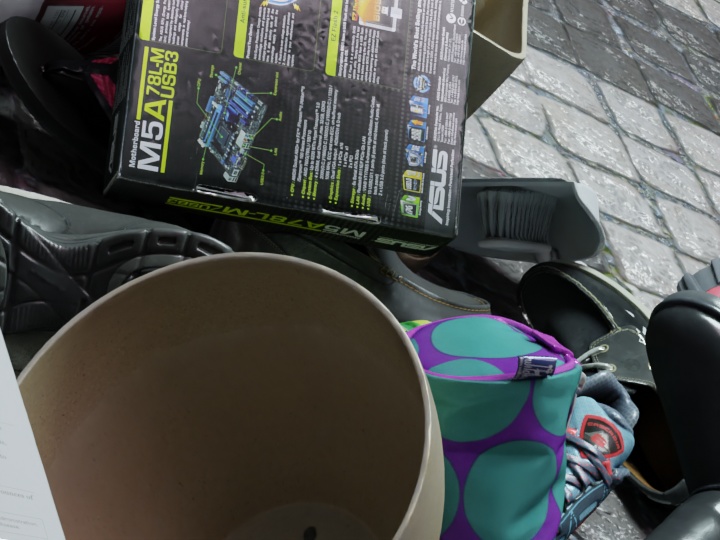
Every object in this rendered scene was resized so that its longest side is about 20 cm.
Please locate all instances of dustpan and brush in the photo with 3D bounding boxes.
[{"bbox_3d":[0.114,-0.020,1.468,0.139,0.058,0.200,0,-5,29],"label":"dustpan and brush"}]

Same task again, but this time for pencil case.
[{"bbox_3d":[0.060,0.127,1.028,0.092,0.202,0.085,-2,12,-12],"label":"pencil case"}]

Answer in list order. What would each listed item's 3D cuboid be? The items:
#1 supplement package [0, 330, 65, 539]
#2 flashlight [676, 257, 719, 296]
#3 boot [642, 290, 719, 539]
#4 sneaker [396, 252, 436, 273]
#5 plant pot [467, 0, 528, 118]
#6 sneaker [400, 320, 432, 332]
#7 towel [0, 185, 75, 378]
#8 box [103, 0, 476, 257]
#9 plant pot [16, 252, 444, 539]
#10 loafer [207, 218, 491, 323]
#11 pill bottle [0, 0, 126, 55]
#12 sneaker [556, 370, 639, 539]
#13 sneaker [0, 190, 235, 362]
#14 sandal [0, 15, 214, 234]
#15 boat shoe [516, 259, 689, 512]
[{"bbox_3d":[-0.211,0.070,0.872,0.121,0.120,0.201,15,33,-34],"label":"supplement package"},{"bbox_3d":[0.268,0.074,1.518,0.068,0.068,0.201,26,27,-27],"label":"flashlight"},{"bbox_3d":[0.141,0.121,1.030,0.200,0.066,0.165,-36,94,-40],"label":"boot"},{"bbox_3d":[-0.024,-0.055,1.307,0.200,0.075,0.071,32,29,-45],"label":"sneaker"},{"bbox_3d":[-0.026,-0.151,1.398,0.199,0.177,0.200,30,26,-10],"label":"plant pot"},{"bbox_3d":[0.001,0.098,1.133,0.083,0.075,0.201,9,34,-1],"label":"sneaker"},{"bbox_3d":[-0.164,0.012,1.102,0.199,0.035,0.133,15,36,-23],"label":"towel"},{"bbox_3d":[-0.034,-0.122,1.221,0.192,0.048,0.202,8,74,-14],"label":"box"},{"bbox_3d":[-0.048,0.112,0.962,0.201,0.199,0.135,59,-2,39],"label":"plant pot"},{"bbox_3d":[0.000,0.000,1.270,0.199,0.073,0.073,13,4,-38],"label":"loafer"},{"bbox_3d":[-0.200,-0.182,1.308,0.113,0.113,0.199,47,27,20],"label":"pill bottle"},{"bbox_3d":[0.099,0.104,1.210,0.079,0.095,0.200,49,26,-4],"label":"sneaker"},{"bbox_3d":[-0.151,-0.001,1.042,0.198,0.077,0.091,14,5,-7],"label":"sneaker"},{"bbox_3d":[-0.123,-0.077,1.258,0.200,0.045,0.075,44,29,-17],"label":"sandal"},{"bbox_3d":[0.157,0.067,1.386,0.067,0.072,0.200,9,39,-51],"label":"boat shoe"}]
